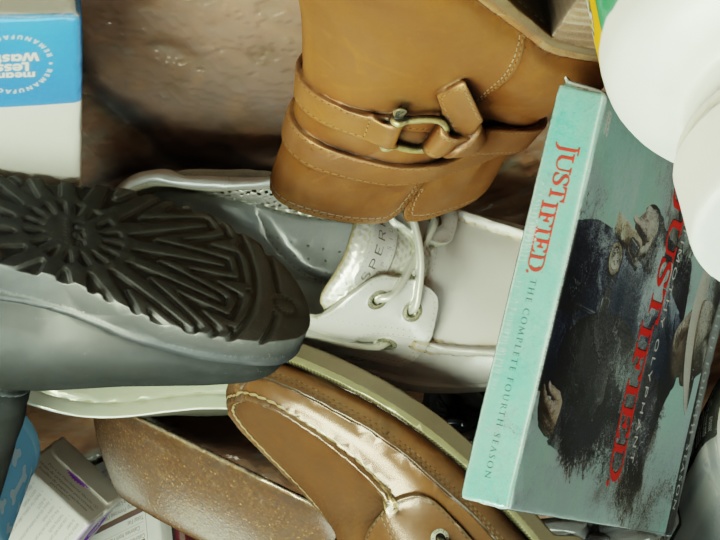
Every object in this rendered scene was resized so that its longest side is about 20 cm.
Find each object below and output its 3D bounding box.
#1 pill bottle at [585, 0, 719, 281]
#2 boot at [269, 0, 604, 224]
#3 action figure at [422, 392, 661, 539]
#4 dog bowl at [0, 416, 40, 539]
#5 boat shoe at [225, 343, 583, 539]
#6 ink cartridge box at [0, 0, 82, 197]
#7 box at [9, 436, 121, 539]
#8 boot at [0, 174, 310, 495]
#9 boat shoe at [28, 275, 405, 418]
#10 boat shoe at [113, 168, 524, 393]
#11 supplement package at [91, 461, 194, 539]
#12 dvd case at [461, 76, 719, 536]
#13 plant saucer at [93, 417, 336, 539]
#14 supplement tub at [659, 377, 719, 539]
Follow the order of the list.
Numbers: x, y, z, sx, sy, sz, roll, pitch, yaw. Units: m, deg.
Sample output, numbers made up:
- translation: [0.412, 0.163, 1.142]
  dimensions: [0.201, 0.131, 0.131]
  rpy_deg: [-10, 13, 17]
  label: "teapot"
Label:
- translation: [0.117, -0.098, 0.727]
  dimensions: [0.112, 0.201, 0.113]
  rpy_deg: [-6, 148, -4]
  label: "pill bottle"
- translation: [-0.002, -0.081, 0.853]
  dimensions: [0.199, 0.077, 0.155]
  rpy_deg: [-1, 147, -32]
  label: "boot"
- translation: [0.073, 0.081, 1.084]
  dimensions: [0.102, 0.119, 0.200]
  rpy_deg: [-11, 160, 6]
  label: "action figure"
- translation: [-0.226, 0.089, 0.984]
  dimensions: [0.199, 0.050, 0.112]
  rpy_deg: [-3, 145, 6]
  label: "dog bowl"
- translation: [0.024, 0.104, 0.937]
  dimensions: [0.200, 0.068, 0.072]
  rpy_deg: [37, 159, -2]
  label: "boat shoe"
- translation: [-0.155, -0.038, 0.868]
  dimensions: [0.116, 0.067, 0.200]
  rpy_deg: [-3, 140, -8]
  label: "ink cartridge box"
- translation: [-0.176, 0.159, 1.116]
  dimensions: [0.200, 0.041, 0.039]
  rpy_deg: [-53, 174, 25]
  label: "box"
- translation: [-0.125, 0.062, 0.874]
  dimensions: [0.164, 0.066, 0.200]
  rpy_deg: [16, 126, -13]
  label: "boot"
- translation: [-0.078, 0.025, 1.002]
  dimensions: [0.201, 0.072, 0.060]
  rpy_deg: [6, 176, -5]
  label: "boat shoe"
- translation: [0.000, 0.000, 0.943]
  dimensions: [0.199, 0.071, 0.069]
  rpy_deg: [7, 162, -2]
  label: "boat shoe"
- translation: [-0.083, 0.185, 1.217]
  dimensions: [0.155, 0.111, 0.200]
  rpy_deg: [-28, 143, 30]
  label: "supplement package"
- translation: [0.095, 0.022, 0.925]
  dimensions: [0.022, 0.147, 0.200]
  rpy_deg: [12, 176, 23]
  label: "dvd case"
- translation: [-0.031, 0.111, 1.066]
  dimensions: [0.200, 0.037, 0.200]
  rpy_deg: [25, 176, 2]
  label: "plant saucer"
- translation: [0.186, 0.123, 1.098]
  dimensions: [0.122, 0.123, 0.200]
  rpy_deg: [-2, 148, -10]
  label: "supplement tub"
